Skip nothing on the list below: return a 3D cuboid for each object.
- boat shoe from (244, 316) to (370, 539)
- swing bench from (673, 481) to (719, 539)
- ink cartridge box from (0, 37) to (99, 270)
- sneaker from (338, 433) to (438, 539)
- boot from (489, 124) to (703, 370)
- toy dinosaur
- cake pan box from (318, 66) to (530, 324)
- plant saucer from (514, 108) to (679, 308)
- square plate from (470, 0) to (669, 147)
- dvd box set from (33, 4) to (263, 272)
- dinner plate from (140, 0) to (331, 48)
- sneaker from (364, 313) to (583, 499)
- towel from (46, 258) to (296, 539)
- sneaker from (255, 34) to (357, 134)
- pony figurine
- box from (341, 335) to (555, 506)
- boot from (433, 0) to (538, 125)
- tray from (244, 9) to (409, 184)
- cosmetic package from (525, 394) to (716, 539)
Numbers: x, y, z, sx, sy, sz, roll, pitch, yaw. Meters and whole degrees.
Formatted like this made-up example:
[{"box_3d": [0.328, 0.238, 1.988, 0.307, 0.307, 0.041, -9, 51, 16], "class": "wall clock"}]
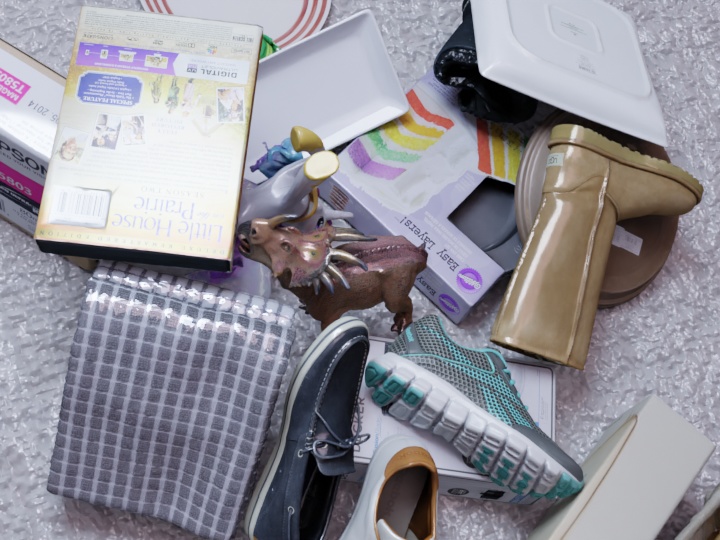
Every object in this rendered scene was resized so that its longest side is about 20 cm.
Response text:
[{"box_3d": [-0.029, 0.134, 0.879, 0.062, 0.074, 0.202, 24, 97, 33], "class": "boat shoe"}, {"box_3d": [0.293, 0.268, 0.884, 0.199, 0.200, 0.130, -40, 104, -25], "class": "swing bench"}, {"box_3d": [-0.288, -0.108, 0.944, 0.199, 0.165, 0.075, 31, 64, 3], "class": "ink cartridge box"}, {"box_3d": [0.013, 0.231, 0.880, 0.072, 0.085, 0.202, 14, 90, -10], "class": "sneaker"}, {"box_3d": [0.212, -0.008, 1.010, 0.174, 0.066, 0.202, 18, 82, -19], "class": "boot"}, {"box_3d": [0.000, 0.000, 0.920, 0.199, 0.136, 0.086, -17, 52, -32], "class": "toy dinosaur"}, {"box_3d": [0.088, -0.075, 1.079, 0.200, 0.052, 0.184, 44, 67, 7], "class": "cake pan box"}, {"box_3d": [0.233, -0.064, 1.071, 0.198, 0.029, 0.202, 0, 89, -30], "class": "plant saucer"}, {"box_3d": [0.196, -0.216, 1.058, 0.198, 0.029, 0.199, 17, 43, -17], "class": "square plate"}, {"box_3d": [-0.156, -0.102, 0.855, 0.145, 0.029, 0.202, 5, 69, -2], "class": "dvd box set"}, {"box_3d": [-0.127, -0.288, 1.137, 0.198, 0.024, 0.202, 5, 67, -11], "class": "dinner plate"}, {"box_3d": [0.105, 0.107, 0.925, 0.199, 0.078, 0.091, 35, 60, 2], "class": "sneaker"}, {"box_3d": [-0.147, 0.106, 0.868, 0.164, 0.202, 0.086, 13, 24, -8], "class": "towel"}, {"box_3d": [-0.084, -0.173, 1.061, 0.198, 0.084, 0.075, 7, 58, -10], "class": "sneaker"}, {"box_3d": [-0.100, -0.047, 0.964, 0.191, 0.200, 0.168, -18, 74, -4], "class": "pony figurine"}, {"box_3d": [0.066, 0.130, 0.978, 0.198, 0.060, 0.118, 10, 65, -8], "class": "box"}, {"box_3d": [0.171, -0.189, 1.096, 0.199, 0.077, 0.169, 29, 42, -8], "class": "boot"}, {"box_3d": [-0.063, -0.153, 1.035, 0.199, 0.108, 0.022, -25, 31, -1], "class": "tray"}, {"box_3d": [0.204, 0.211, 0.951, 0.073, 0.104, 0.200, 39, 63, 7], "class": "cosmetic package"}]
